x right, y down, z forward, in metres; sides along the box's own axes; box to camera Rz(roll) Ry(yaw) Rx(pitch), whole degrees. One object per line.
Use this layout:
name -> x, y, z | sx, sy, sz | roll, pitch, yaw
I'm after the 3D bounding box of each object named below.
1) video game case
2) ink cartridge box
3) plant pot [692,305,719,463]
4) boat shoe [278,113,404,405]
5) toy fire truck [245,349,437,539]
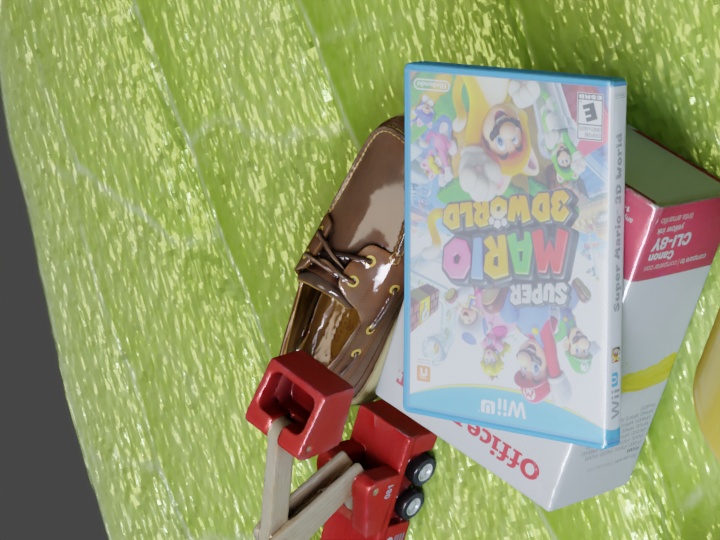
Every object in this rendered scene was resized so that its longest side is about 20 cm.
video game case -> 0.083, -0.011, 1.490 | 0.143, 0.018, 0.201 | 8, 103, 39
ink cartridge box -> 0.108, 0.014, 1.541 | 0.145, 0.083, 0.201 | 33, 119, 32
plant pot -> 0.260, 0.027, 1.345 | 0.201, 0.200, 0.189 | 54, 143, 20
boat shoe -> 0.000, 0.000, 1.647 | 0.072, 0.067, 0.201 | 36, 120, 32
toy fire truck -> -0.021, 0.139, 1.643 | 0.049, 0.141, 0.201 | 33, 119, 33
